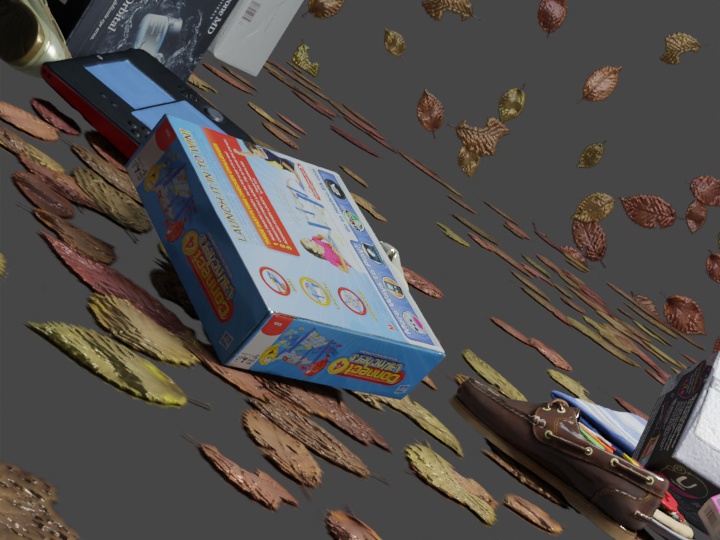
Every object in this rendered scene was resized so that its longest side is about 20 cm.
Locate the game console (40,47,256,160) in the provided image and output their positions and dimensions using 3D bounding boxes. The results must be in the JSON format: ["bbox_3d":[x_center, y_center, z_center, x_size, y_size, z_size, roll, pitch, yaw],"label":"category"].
[{"bbox_3d":[-0.197,-0.151,1.581,0.177,0.031,0.200,44,21,7],"label":"game console"}]

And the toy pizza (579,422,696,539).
[{"bbox_3d":[0.234,0.183,1.520,0.199,0.032,0.200,36,5,-4],"label":"toy pizza"}]

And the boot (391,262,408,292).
[{"bbox_3d":[-0.061,-0.012,1.387,0.199,0.073,0.155,31,8,11],"label":"boot"}]

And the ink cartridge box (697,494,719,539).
[{"bbox_3d":[0.417,0.233,1.520,0.198,0.037,0.095,-11,60,-25],"label":"ink cartridge box"}]

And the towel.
[{"bbox_3d":[0.304,0.188,1.814,0.147,0.024,0.199,40,11,35],"label":"towel"}]

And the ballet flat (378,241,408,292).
[{"bbox_3d":[0.000,0.000,1.541,0.199,0.071,0.067,25,12,-47],"label":"ballet flat"}]

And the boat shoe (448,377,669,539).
[{"bbox_3d":[0.170,0.147,1.404,0.199,0.071,0.070,35,9,12],"label":"boat shoe"}]

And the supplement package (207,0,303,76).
[{"bbox_3d":[-0.225,-0.471,2.755,0.199,0.192,0.147,38,9,26],"label":"supplement package"}]

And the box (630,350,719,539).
[{"bbox_3d":[0.385,0.193,1.616,0.199,0.133,0.115,34,-24,-6],"label":"box"}]

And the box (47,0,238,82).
[{"bbox_3d":[-0.251,-0.298,1.771,0.117,0.198,0.199,40,11,31],"label":"box"}]

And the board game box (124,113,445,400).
[{"bbox_3d":[-0.055,-0.008,1.222,0.195,0.056,0.201,16,35,-47],"label":"board game box"}]

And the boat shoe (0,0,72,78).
[{"bbox_3d":[-0.336,-0.249,1.626,0.063,0.073,0.201,35,9,-42],"label":"boat shoe"}]
